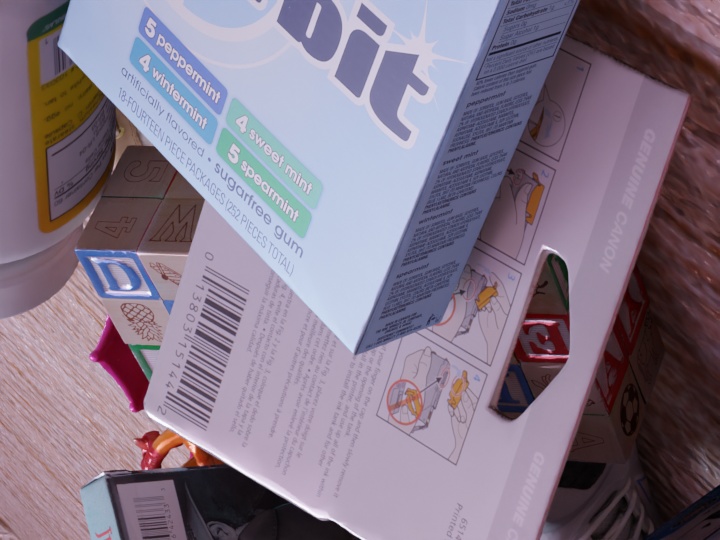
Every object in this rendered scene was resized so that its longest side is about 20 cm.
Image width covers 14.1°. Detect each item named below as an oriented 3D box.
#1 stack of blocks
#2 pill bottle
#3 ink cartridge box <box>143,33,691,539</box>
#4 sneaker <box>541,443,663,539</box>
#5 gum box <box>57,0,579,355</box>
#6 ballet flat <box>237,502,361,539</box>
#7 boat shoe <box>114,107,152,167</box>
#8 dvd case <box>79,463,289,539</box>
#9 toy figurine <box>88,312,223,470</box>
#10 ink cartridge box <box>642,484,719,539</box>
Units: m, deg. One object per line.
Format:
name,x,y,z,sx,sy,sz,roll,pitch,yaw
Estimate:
stack of blocks,0.005,0.012,1.122,0.200,0.059,0.115,2,139,26
pill bottle,-0.150,-0.073,1.116,0.113,0.113,0.200,45,152,28
ink cartridge box,0.024,-0.004,1.002,0.176,0.200,0.045,29,-159,31
sneaker,0.106,0.108,1.259,0.087,0.075,0.200,42,173,11
gum box,-0.012,-0.102,0.935,0.170,0.044,0.200,46,134,26
ballet flat,0.025,0.167,1.038,0.200,0.068,0.068,60,167,7
boat shoe,-0.114,-0.088,1.421,0.074,0.066,0.200,56,177,-24
dvd case,-0.008,0.142,1.111,0.022,0.200,0.146,-30,70,42
toy figurine,-0.068,0.083,1.296,0.200,0.150,0.185,64,-170,-77
ink cartridge box,0.135,0.140,1.050,0.086,0.146,0.200,56,166,1
